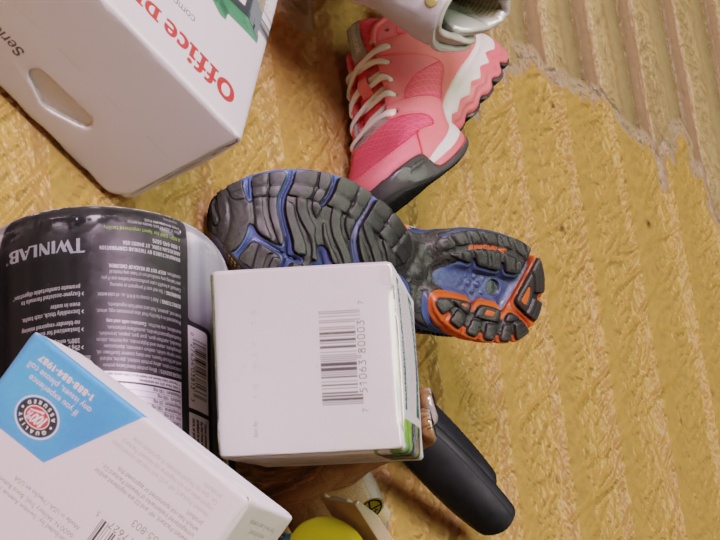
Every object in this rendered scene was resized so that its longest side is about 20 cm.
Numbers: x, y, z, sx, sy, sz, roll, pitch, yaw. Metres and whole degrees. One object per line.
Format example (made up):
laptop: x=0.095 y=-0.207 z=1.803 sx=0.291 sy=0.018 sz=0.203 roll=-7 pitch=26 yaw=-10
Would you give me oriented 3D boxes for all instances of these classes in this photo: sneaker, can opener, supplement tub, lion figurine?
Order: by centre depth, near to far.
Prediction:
supplement tub: x=-0.114 y=0.084 z=1.256 sx=0.122 sy=0.122 sz=0.201 roll=29 pitch=50 yaw=-45
lion figurine: x=-0.009 y=0.123 z=1.423 sx=0.073 sy=0.122 sz=0.201 roll=-88 pitch=161 yaw=-70
can opener: x=0.023 y=0.083 z=1.521 sx=0.200 sy=0.078 sz=0.064 roll=38 pitch=26 yaw=-49
sneaker: x=0.000 y=0.000 z=1.531 sx=0.199 sy=0.078 sz=0.076 roll=20 pitch=75 yaw=-31
sneaker: x=0.032 y=-0.164 z=1.602 sx=0.115 sy=0.074 sz=0.200 roll=30 pitch=15 yaw=7
sneaker: x=0.016 y=-0.096 z=1.624 sx=0.087 sy=0.074 sz=0.200 roll=44 pitch=32 yaw=-11

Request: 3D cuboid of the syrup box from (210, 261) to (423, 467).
syrup box: x=-0.016 y=0.045 z=1.272 sx=0.200 sy=0.081 sz=0.079 roll=48 pitch=39 yaw=-83

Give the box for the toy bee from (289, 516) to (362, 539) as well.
toy bee: x=0.000 y=0.170 z=1.244 sx=0.200 sy=0.108 sz=0.132 roll=75 pitch=1 yaw=-82

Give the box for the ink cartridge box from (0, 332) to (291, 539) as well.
ink cartridge box: x=-0.135 y=0.142 z=1.138 sx=0.115 sy=0.200 sz=0.068 roll=36 pitch=-1 yaw=18

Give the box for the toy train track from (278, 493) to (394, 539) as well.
toy train track: x=-0.007 y=0.126 z=1.320 sx=0.033 sy=0.199 sz=0.115 roll=-52 pitch=129 yaw=-28

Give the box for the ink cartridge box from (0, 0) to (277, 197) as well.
ink cartridge box: x=-0.114 y=-0.160 z=1.440 sx=0.146 sy=0.084 sz=0.201 roll=44 pitch=39 yaw=-31
